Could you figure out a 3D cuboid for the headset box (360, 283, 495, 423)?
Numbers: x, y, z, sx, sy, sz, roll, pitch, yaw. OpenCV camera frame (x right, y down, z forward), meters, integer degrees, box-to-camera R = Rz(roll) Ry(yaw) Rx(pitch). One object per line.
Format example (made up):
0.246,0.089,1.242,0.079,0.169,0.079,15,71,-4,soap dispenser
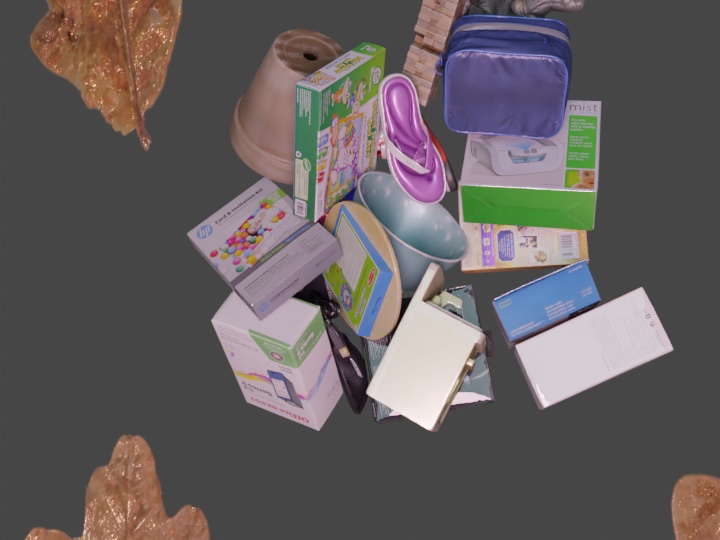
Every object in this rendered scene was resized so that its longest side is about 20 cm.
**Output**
0.106,0.128,1.282,0.196,0.093,0.178,-13,78,7,headset box

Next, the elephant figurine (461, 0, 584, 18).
0.225,-0.398,1.338,0.196,0.156,0.144,6,118,-15,elephant figurine

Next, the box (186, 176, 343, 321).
-0.142,-0.038,1.235,0.155,0.042,0.200,-37,48,-13,box

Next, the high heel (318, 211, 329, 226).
-0.120,-0.048,1.316,0.196,0.067,0.098,-2,68,16,high heel

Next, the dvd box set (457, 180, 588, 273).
0.253,-0.075,1.321,0.195,0.029,0.150,-4,79,10,dvd box set

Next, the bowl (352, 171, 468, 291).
0.056,-0.046,1.286,0.200,0.200,0.106,42,120,13,bowl

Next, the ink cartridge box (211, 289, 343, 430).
-0.118,0.128,1.250,0.143,0.202,0.088,17,53,26,ink cartridge box

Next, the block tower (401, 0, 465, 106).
0.109,-0.347,1.270,0.053,0.058,0.203,25,126,11,block tower

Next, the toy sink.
0.107,0.111,1.171,0.110,0.130,0.203,26,83,13,toy sink

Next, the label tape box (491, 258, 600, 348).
0.265,0.050,1.212,0.141,0.200,0.067,-25,80,5,label tape box

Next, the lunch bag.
0.203,-0.284,1.216,0.195,0.138,0.134,8,42,9,lunch bag

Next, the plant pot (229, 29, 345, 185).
-0.092,-0.262,1.298,0.196,0.175,0.203,10,49,-12,plant pot

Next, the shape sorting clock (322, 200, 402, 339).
0.000,0.000,1.210,0.039,0.200,0.204,-12,76,-28,shape sorting clock

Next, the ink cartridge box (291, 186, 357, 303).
-0.056,-0.028,1.362,0.196,0.043,0.202,-17,77,6,ink cartridge box

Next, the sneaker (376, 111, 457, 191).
0.070,-0.191,1.354,0.107,0.067,0.204,-28,73,2,sneaker

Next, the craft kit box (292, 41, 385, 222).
-0.031,-0.204,1.228,0.048,0.198,0.203,17,127,18,craft kit box

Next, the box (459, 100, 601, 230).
0.258,-0.162,1.271,0.196,0.097,0.179,5,59,14,box

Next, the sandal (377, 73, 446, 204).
0.074,-0.191,1.261,0.081,0.050,0.206,-24,104,-4,sandal

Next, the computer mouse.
-0.018,0.124,1.266,0.045,0.140,0.204,-21,96,-9,computer mouse

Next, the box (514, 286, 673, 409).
0.333,0.117,1.228,0.197,0.124,0.099,-25,77,4,box
